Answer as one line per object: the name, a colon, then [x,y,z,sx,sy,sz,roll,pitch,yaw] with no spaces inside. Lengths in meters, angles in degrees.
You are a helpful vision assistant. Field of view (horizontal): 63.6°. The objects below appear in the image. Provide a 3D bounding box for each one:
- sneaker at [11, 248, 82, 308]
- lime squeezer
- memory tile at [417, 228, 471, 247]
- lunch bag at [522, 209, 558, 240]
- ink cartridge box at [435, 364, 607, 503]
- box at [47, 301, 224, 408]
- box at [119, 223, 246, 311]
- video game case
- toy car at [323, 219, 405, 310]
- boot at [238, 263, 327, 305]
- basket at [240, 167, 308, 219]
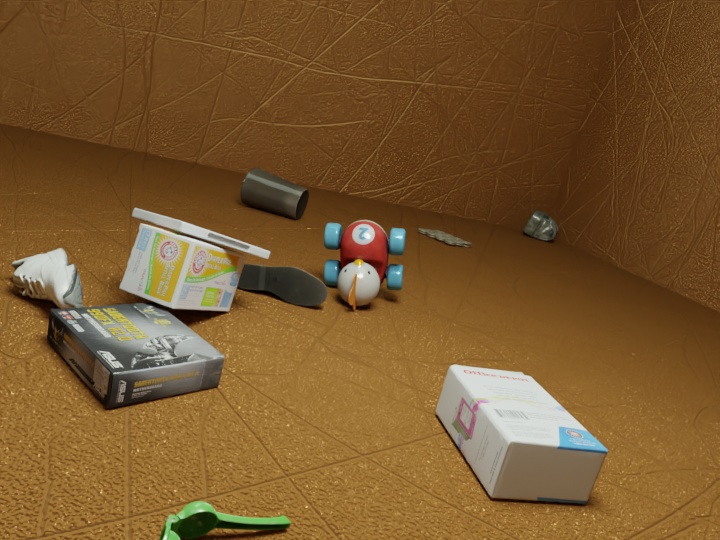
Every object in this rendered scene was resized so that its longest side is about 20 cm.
sneaker: [-0.494,0.022,0.916,0.087,0.075,0.199,-12,21,-35]
lime squeezer: [-0.146,0.239,0.490,0.071,0.038,0.200,52,26,14]
memory tile: [0.346,-0.135,2.393,0.152,0.017,0.199,1,19,-43]
lunch bag: [1.001,-0.239,3.195,0.167,0.140,0.200,34,19,11]
ink cartridge box: [0.208,0.216,0.794,0.143,0.085,0.200,10,16,-16]
box: [-0.307,0.105,0.790,0.199,0.049,0.158,26,19,39]
box: [-0.290,0.001,0.978,0.101,0.114,0.200,18,0,14]
video game case: [-0.272,-0.062,1.010,0.142,0.018,0.199,16,-3,36]
toy car: [0.000,0.000,1.279,0.182,0.178,0.200,5,26,6]
boot: [-0.159,0.023,1.215,0.198,0.074,0.075,14,4,8]
basket: [-0.294,-0.264,2.041,0.198,0.137,0.180,21,10,11]
